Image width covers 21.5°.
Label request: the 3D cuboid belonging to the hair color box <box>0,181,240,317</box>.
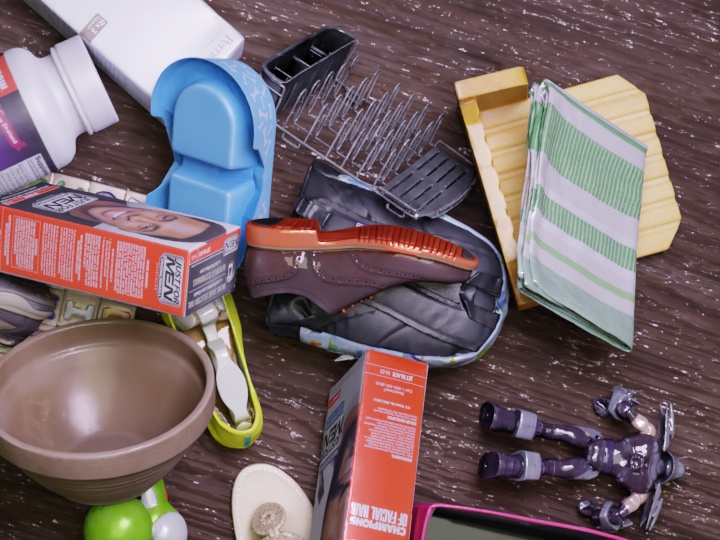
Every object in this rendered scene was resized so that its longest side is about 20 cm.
[{"bbox_3d":[-0.212,-0.020,1.612,0.198,0.101,0.062,13,108,19],"label":"hair color box"}]

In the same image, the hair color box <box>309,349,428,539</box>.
[{"bbox_3d":[0.003,0.183,1.636,0.063,0.111,0.202,13,63,-14],"label":"hair color box"}]

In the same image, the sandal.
[{"bbox_3d":[-0.060,0.272,1.668,0.077,0.070,0.214,-12,86,-9],"label":"sandal"}]

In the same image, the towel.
[{"bbox_3d":[0.195,-0.049,1.650,0.152,0.023,0.202,28,58,-36],"label":"towel"}]

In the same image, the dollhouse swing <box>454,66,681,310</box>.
[{"bbox_3d":[0.195,-0.085,1.702,0.174,0.182,0.202,-16,86,3],"label":"dollhouse swing"}]

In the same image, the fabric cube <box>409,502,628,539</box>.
[{"bbox_3d":[0.116,0.310,1.625,0.194,0.199,0.202,12,83,-6],"label":"fabric cube"}]

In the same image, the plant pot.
[{"bbox_3d":[-0.220,0.133,1.621,0.198,0.201,0.094,-8,124,-9],"label":"plant pot"}]

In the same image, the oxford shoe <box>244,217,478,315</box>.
[{"bbox_3d":[0.000,0.000,1.601,0.198,0.071,0.073,6,101,7],"label":"oxford shoe"}]

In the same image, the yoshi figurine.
[{"bbox_3d":[-0.187,0.272,1.634,0.111,0.112,0.202,-16,83,-3],"label":"yoshi figurine"}]

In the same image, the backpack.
[{"bbox_3d":[0.035,0.011,1.684,0.198,0.154,0.165,11,77,15],"label":"backpack"}]

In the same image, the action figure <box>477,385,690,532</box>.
[{"bbox_3d":[0.207,0.166,1.722,0.198,0.069,0.132,11,76,-11],"label":"action figure"}]

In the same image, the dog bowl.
[{"bbox_3d":[-0.126,-0.091,1.643,0.111,0.049,0.202,19,117,28],"label":"dog bowl"}]

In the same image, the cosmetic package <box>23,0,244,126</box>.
[{"bbox_3d":[-0.208,-0.229,1.699,0.200,0.074,0.102,40,81,-1],"label":"cosmetic package"}]

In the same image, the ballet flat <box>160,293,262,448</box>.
[{"bbox_3d":[-0.132,0.060,1.682,0.066,0.067,0.202,-20,87,-11],"label":"ballet flat"}]

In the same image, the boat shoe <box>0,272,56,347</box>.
[{"bbox_3d":[-0.356,0.020,1.615,0.199,0.075,0.074,22,108,-31],"label":"boat shoe"}]

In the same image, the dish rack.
[{"bbox_3d":[0.012,-0.126,1.676,0.199,0.153,0.055,35,123,10],"label":"dish rack"}]

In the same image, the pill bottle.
[{"bbox_3d":[-0.315,-0.124,1.645,0.198,0.111,0.112,-26,88,-5],"label":"pill bottle"}]

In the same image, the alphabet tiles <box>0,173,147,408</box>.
[{"bbox_3d":[-0.280,0.014,1.696,0.165,0.008,0.202,13,82,-7],"label":"alphabet tiles"}]
